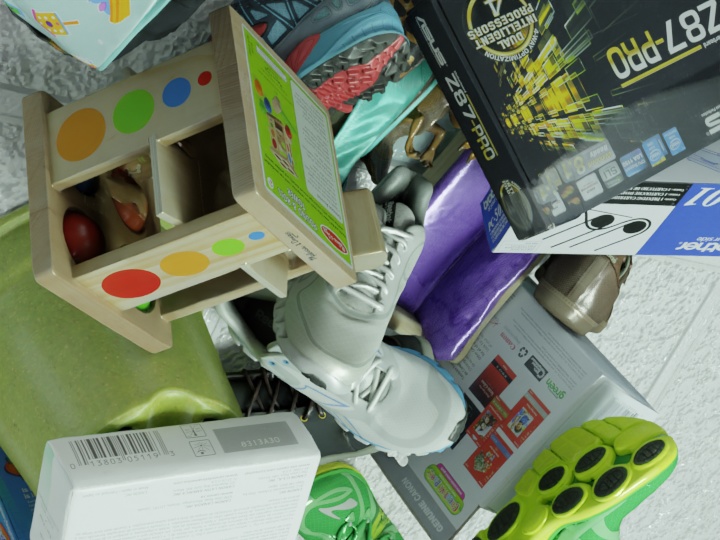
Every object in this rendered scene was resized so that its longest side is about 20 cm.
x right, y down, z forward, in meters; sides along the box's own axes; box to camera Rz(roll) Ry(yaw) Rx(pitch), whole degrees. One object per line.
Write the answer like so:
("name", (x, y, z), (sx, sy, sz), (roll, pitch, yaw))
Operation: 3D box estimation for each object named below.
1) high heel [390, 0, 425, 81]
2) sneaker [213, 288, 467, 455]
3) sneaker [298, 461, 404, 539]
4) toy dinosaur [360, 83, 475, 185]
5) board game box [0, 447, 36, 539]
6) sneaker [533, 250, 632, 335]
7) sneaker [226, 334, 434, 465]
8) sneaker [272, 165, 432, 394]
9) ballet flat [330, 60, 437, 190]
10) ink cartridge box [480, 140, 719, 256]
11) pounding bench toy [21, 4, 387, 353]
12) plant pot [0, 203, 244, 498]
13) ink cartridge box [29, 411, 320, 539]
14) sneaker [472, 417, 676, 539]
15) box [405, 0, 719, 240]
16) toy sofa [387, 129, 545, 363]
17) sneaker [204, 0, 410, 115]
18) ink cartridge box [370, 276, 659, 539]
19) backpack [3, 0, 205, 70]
("high heel", (0.017, -0.225, 0.952), (0.142, 0.071, 0.200), (13, 99, -45))
("sneaker", (-0.021, 0.064, 1.043), (0.075, 0.200, 0.087), (-62, 162, -3))
("sneaker", (0.001, 0.227, 1.286), (0.074, 0.084, 0.200), (-40, 134, 2))
("toy dinosaur", (0.071, -0.134, 1.058), (0.200, 0.106, 0.060), (-41, 129, 11))
("board game box", (-0.170, 0.186, 1.065), (0.152, 0.200, 0.045), (-5, 127, -28))
("sneaker", (0.181, 0.002, 1.173), (0.076, 0.070, 0.200), (-50, 178, 10))
("sneaker", (-0.042, 0.095, 1.118), (0.106, 0.075, 0.200), (20, 142, -37))
("sneaker", (0.000, 0.000, 1.009), (0.075, 0.200, 0.081), (34, 127, -11))
("ballet flat", (-0.028, -0.088, 1.052), (0.070, 0.067, 0.200), (34, 102, -19))
("ink cartridge box", (0.192, -0.052, 1.045), (0.199, 0.044, 0.094), (1, 149, -19))
("pounding bench toy", (-0.090, -0.030, 0.914), (0.156, 0.125, 0.200), (-20, 150, 18))
("plant pot", (-0.163, 0.080, 0.999), (0.200, 0.184, 0.201), (-17, 130, -21))
("ink cartridge box", (-0.124, 0.182, 0.945), (0.161, 0.050, 0.200), (-4, 129, -30))
("sneaker", (0.145, 0.177, 1.054), (0.083, 0.074, 0.200), (27, 116, -33))
("box", (0.149, -0.132, 0.968), (0.200, 0.049, 0.162), (-26, 92, -23))
("toy sofa", (0.082, -0.036, 1.126), (0.200, 0.098, 0.083), (-49, 135, 10))
("sneaker", (-0.063, -0.131, 0.981), (0.200, 0.096, 0.079), (-24, 156, 19))
("ink cartridge box", (0.093, 0.098, 1.163), (0.176, 0.200, 0.084), (-48, 133, 9))
("backpack", (-0.127, -0.199, 0.798), (0.153, 0.200, 0.176), (40, 98, -23))
